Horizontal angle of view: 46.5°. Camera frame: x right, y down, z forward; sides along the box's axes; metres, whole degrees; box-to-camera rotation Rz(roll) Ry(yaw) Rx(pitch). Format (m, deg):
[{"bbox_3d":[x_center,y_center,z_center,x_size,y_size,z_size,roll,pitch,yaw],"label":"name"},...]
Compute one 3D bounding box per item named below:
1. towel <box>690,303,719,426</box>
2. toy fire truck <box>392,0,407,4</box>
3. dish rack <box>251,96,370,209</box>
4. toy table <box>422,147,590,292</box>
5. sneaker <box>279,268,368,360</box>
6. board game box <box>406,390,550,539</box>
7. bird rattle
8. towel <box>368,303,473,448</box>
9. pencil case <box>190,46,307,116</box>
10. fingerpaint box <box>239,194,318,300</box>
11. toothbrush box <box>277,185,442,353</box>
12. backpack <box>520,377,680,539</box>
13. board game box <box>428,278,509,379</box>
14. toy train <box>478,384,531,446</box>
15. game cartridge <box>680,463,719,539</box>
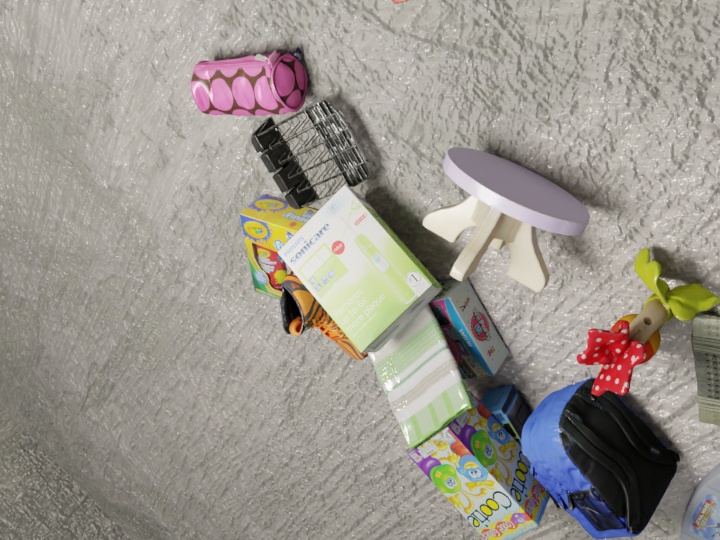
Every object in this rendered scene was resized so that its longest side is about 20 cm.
[{"bbox_3d":[0.523,0.133,1.060,0.198,0.035,0.194,6,129,34],"label":"towel"},{"bbox_3d":[0.060,-0.429,0.973,0.140,0.049,0.202,-5,118,43],"label":"toy fire truck"},{"bbox_3d":[-0.071,-0.180,1.283,0.199,0.055,0.154,-17,112,44],"label":"dish rack"},{"bbox_3d":[0.181,-0.063,1.085,0.199,0.183,0.118,38,124,27],"label":"toy table"},{"bbox_3d":[-0.065,0.086,1.339,0.077,0.112,0.201,-23,110,42],"label":"sneaker"},{"bbox_3d":[0.188,0.308,1.298,0.200,0.105,0.103,47,128,-1],"label":"board game box"},{"bbox_3d":[0.351,0.086,1.049,0.112,0.201,0.163,32,163,19],"label":"bird rattle"},{"bbox_3d":[0.079,0.149,1.268,0.149,0.030,0.201,-46,56,37],"label":"towel"},{"bbox_3d":[-0.173,-0.283,1.261,0.198,0.092,0.094,3,155,38],"label":"pencil case"},{"bbox_3d":[-0.097,-0.021,1.416,0.198,0.073,0.168,18,132,28],"label":"fingerpaint box"},{"bbox_3d":[0.000,0.000,1.241,0.145,0.086,0.200,-43,74,9],"label":"toothbrush box"},{"bbox_3d":[0.329,0.274,1.231,0.200,0.163,0.167,50,142,-6],"label":"backpack"},{"bbox_3d":[0.117,0.104,1.346,0.199,0.064,0.148,-18,109,45],"label":"board game box"},{"bbox_3d":[0.243,0.285,1.373,0.114,0.087,0.201,-21,107,41],"label":"toy train"},{"bbox_3d":[0.546,0.365,1.220,0.132,0.042,0.202,22,134,20],"label":"game cartridge"}]
